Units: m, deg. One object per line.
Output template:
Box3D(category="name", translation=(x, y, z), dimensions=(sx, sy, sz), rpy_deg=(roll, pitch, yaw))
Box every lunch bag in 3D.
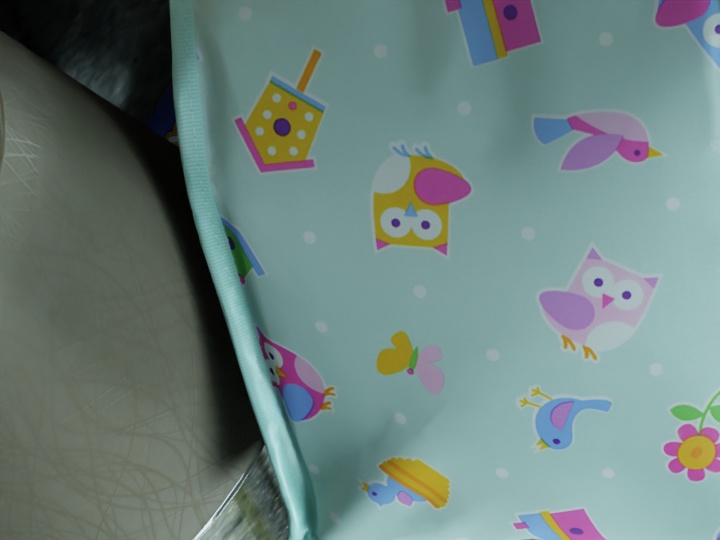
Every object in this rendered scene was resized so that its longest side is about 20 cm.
Box3D(category="lunch bag", translation=(0.045, -0.028, 0.778), dimensions=(0.122, 0.169, 0.201), rpy_deg=(-63, 146, -55))

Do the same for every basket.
Box3D(category="basket", translation=(-0.117, 0.006, 0.767), dimensions=(0.180, 0.136, 0.200), rpy_deg=(-48, 157, -7))

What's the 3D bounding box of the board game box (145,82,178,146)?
Box3D(category="board game box", translation=(0.000, 0.000, 0.997), dimensions=(0.199, 0.045, 0.135), rpy_deg=(22, 109, -39))
